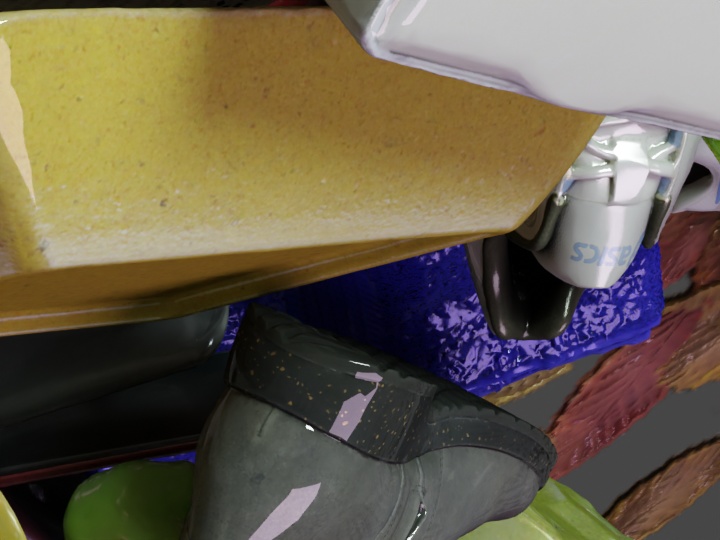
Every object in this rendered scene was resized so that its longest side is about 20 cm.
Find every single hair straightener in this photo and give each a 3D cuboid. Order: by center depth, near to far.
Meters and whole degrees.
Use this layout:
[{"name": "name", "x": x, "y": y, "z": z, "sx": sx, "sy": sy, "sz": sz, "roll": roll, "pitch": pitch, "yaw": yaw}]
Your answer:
[{"name": "hair straightener", "x": -0.130, "y": 0.027, "z": 0.804, "sx": 0.199, "sy": 0.041, "sz": 0.077, "roll": -8, "pitch": 135, "yaw": 13}]

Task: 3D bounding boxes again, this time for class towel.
[{"name": "towel", "x": 0.000, "y": 0.000, "z": 0.871, "sx": 0.199, "sy": 0.050, "sz": 0.148, "roll": -22, "pitch": 140, "yaw": -10}]

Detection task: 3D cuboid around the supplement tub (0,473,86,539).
[{"name": "supplement tub", "x": -0.167, "y": 0.132, "z": 0.927, "sx": 0.200, "sy": 0.107, "sz": 0.107, "roll": -44, "pitch": 153, "yaw": 12}]

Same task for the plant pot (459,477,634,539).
[{"name": "plant pot", "x": 0.027, "y": 0.168, "z": 1.166, "sx": 0.185, "sy": 0.200, "sz": 0.200, "roll": -55, "pitch": 151, "yaw": 7}]

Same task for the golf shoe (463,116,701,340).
[{"name": "golf shoe", "x": 0.072, "y": -0.047, "z": 0.731, "sx": 0.078, "sy": 0.098, "sz": 0.200, "roll": 4, "pitch": 157, "yaw": -11}]

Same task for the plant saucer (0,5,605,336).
[{"name": "plant saucer", "x": -0.061, "y": -0.016, "z": 0.673, "sx": 0.199, "sy": 0.049, "sz": 0.199, "roll": -5, "pitch": 173, "yaw": -40}]

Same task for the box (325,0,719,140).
[{"name": "box", "x": 0.024, "y": -0.137, "z": 0.612, "sx": 0.127, "sy": 0.200, "sz": 0.109, "roll": 9, "pitch": 125, "yaw": -45}]

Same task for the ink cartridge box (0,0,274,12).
[{"name": "ink cartridge box", "x": -0.117, "y": -0.068, "z": 0.670, "sx": 0.197, "sy": 0.047, "sz": 0.199, "roll": -26, "pitch": 163, "yaw": 35}]

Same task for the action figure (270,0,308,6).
[{"name": "action figure", "x": -0.010, "y": -0.062, "z": 0.882, "sx": 0.199, "sy": 0.052, "sz": 0.066, "roll": -18, "pitch": 142, "yaw": -27}]

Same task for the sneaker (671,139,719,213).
[{"name": "sneaker", "x": 0.133, "y": -0.081, "z": 1.015, "sx": 0.086, "sy": 0.075, "sz": 0.201, "roll": -7, "pitch": 139, "yaw": 1}]

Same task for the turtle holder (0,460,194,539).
[{"name": "turtle holder", "x": -0.133, "y": 0.103, "z": 0.747, "sx": 0.184, "sy": 0.142, "sz": 0.132, "roll": 13, "pitch": 135, "yaw": -15}]

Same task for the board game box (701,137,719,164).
[{"name": "board game box", "x": 0.137, "y": -0.067, "z": 0.788, "sx": 0.102, "sy": 0.048, "sz": 0.200, "roll": -50, "pitch": -170, "yaw": 9}]

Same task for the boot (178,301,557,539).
[{"name": "boot", "x": -0.016, "y": 0.085, "z": 0.795, "sx": 0.131, "sy": 0.067, "sz": 0.200, "roll": -65, "pitch": 160, "yaw": 0}]
